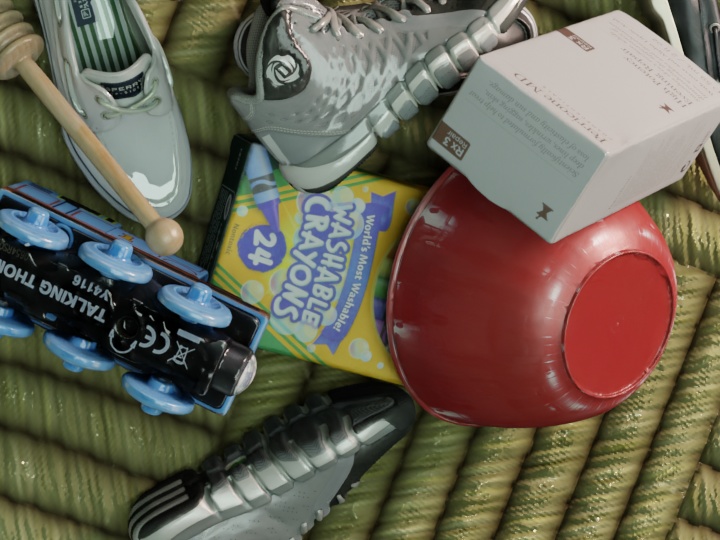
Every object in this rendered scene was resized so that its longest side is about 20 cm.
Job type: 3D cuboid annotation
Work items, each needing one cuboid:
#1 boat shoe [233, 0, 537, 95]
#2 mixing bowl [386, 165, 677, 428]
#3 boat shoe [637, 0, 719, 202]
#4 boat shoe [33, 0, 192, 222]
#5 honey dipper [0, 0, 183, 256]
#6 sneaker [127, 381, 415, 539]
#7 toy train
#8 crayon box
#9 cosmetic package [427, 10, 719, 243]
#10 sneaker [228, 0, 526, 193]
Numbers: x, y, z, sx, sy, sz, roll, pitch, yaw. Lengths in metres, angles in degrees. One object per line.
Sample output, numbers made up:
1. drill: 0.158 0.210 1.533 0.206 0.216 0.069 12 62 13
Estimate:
1. boat shoe: 0.021 -0.140 1.494 0.200 0.057 0.069 -5 101 -15
2. mixing bowl: 0.127 0.020 1.493 0.200 0.108 0.200 -16 116 -36
3. boat shoe: 0.230 -0.142 1.547 0.066 0.075 0.199 -20 96 0
4. boat shoe: -0.153 -0.117 1.440 0.074 0.067 0.200 -28 107 -14
5. honey dipper: -0.171 -0.085 1.408 0.038 0.038 0.200 -37 77 -7
6. sneaker: -0.040 0.158 1.530 0.200 0.075 0.116 -26 112 3
7. toy train: -0.149 0.016 1.418 0.200 0.114 0.087 25 103 4
8. crayon box: 0.000 0.000 1.518 0.200 0.052 0.126 15 96 -19
9. cosmetic package: 0.137 -0.091 1.439 0.102 0.200 0.074 39 118 15
10. sneaker: 0.004 -0.149 1.411 0.200 0.075 0.115 -44 109 -1
